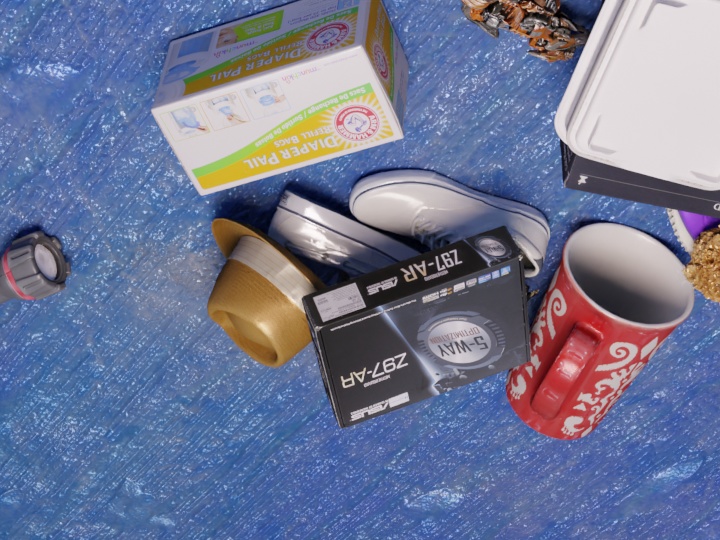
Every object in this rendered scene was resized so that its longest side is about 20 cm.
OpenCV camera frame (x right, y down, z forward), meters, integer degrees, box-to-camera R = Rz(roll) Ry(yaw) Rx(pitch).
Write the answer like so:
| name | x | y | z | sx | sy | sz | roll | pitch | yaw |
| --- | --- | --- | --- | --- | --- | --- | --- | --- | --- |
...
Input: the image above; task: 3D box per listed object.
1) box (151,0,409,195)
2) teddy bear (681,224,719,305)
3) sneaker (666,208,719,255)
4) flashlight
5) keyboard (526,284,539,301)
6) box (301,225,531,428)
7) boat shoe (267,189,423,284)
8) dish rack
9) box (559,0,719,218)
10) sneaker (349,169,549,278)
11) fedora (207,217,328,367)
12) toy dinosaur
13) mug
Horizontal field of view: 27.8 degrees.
| name | x | y | z | sx | sy | sz | roll | pitch | yaw |
| --- | --- | --- | --- | --- | --- | --- | --- | --- | --- |
| box | -0.067 | -0.160 | 1.279 | 0.200 | 0.113 | 0.101 | -15 | 129 | 16 |
| teddy bear | 0.395 | 0.020 | 1.327 | 0.200 | 0.067 | 0.145 | 23 | 160 | -30 |
| sneaker | 0.359 | -0.043 | 1.378 | 0.099 | 0.070 | 0.200 | -31 | 127 | 20 |
| flashlight | -0.396 | 0.023 | 1.503 | 0.200 | 0.068 | 0.068 | -21 | 127 | 22 |
| keyboard | 0.109 | 0.051 | 1.465 | 0.127 | 0.021 | 0.200 | -11 | 156 | -9 |
| box | 0.056 | 0.055 | 1.350 | 0.200 | 0.044 | 0.160 | -19 | 139 | -7 |
| boat shoe | 0.000 | 0.000 | 1.419 | 0.202 | 0.075 | 0.086 | 24 | 95 | -14 |
| dish rack | 0.262 | -0.150 | 1.164 | 0.171 | 0.044 | 0.200 | 14 | 131 | -7 |
| box | 0.292 | -0.152 | 1.256 | 0.200 | 0.104 | 0.182 | 12 | 130 | -4 |
| sneaker | 0.087 | -0.043 | 1.395 | 0.200 | 0.071 | 0.073 | 11 | 132 | -4 |
| fedora | -0.092 | 0.035 | 1.408 | 0.201 | 0.082 | 0.201 | 39 | 165 | 13 |
| toy dinosaur | 0.121 | -0.246 | 1.204 | 0.200 | 0.102 | 0.136 | 15 | 152 | -36 |
| mug | 0.210 | 0.072 | 1.436 | 0.177 | 0.134 | 0.200 | -15 | 146 | -32 |
